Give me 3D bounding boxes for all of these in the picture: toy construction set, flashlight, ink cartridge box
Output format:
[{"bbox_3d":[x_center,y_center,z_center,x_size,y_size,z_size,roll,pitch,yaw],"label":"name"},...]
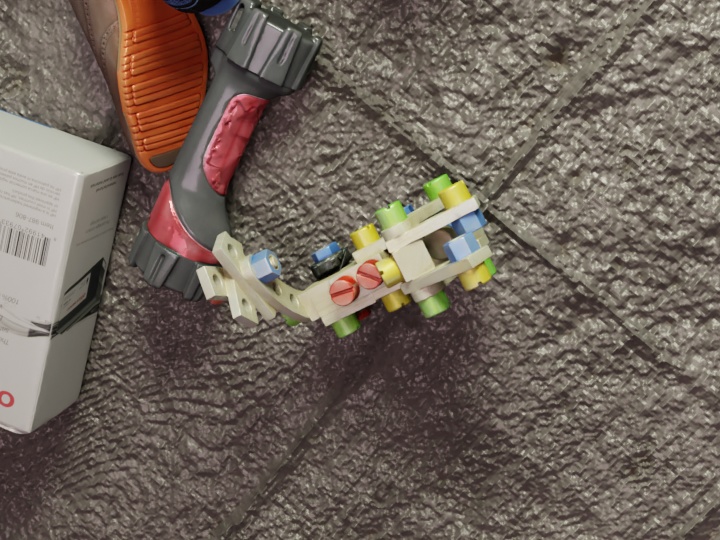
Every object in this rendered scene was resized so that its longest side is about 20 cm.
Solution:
[{"bbox_3d":[0.000,0.000,0.909,0.199,0.131,0.093,-11,100,19],"label":"toy construction set"},{"bbox_3d":[-0.089,-0.078,0.954,0.068,0.068,0.201,46,113,43],"label":"flashlight"},{"bbox_3d":[-0.263,-0.005,1.013,0.144,0.084,0.201,20,108,12],"label":"ink cartridge box"}]

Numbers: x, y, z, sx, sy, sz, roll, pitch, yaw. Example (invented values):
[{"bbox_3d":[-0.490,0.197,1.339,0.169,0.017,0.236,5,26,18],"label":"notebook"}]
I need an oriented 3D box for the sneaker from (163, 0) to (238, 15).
[{"bbox_3d":[-0.106,-0.264,0.887,0.070,0.078,0.201,-1,91,19],"label":"sneaker"}]

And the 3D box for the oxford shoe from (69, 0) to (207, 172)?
[{"bbox_3d":[-0.156,-0.167,0.959,0.073,0.071,0.201,11,114,44],"label":"oxford shoe"}]
